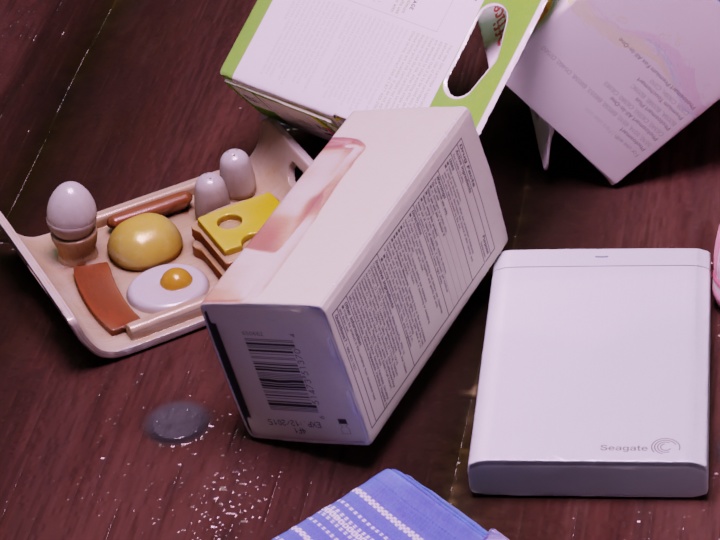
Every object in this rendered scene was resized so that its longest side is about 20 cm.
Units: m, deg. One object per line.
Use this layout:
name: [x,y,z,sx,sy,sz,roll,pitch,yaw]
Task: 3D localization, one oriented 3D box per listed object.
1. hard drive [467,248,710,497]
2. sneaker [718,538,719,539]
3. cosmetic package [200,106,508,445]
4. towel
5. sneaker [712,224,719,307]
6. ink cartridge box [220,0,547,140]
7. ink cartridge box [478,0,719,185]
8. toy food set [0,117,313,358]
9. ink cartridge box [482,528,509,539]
hard drive: [0.135,0.055,1.494,0.131,0.027,0.200,0,36,9]
sneaker: [0.216,0.132,1.295,0.198,0.116,0.081,-18,36,-9]
cosmetic package: [0.000,0.000,1.510,0.087,0.104,0.200,2,35,32]
towel: [-0.016,0.178,1.348,0.199,0.024,0.145,-28,40,-28]
sneaker: [0.293,-0.053,1.555,0.200,0.105,0.075,-26,38,-27]
ink cartridge box: [0.031,-0.145,1.652,0.199,0.076,0.148,23,82,33]
ink cartridge box: [0.168,-0.167,1.659,0.200,0.125,0.129,-40,28,20]
toy food set: [-0.115,-0.030,1.620,0.199,0.061,0.144,-21,38,-19]
ink cartridge box: [0.069,0.222,1.217,0.199,0.041,0.200,27,60,34]
